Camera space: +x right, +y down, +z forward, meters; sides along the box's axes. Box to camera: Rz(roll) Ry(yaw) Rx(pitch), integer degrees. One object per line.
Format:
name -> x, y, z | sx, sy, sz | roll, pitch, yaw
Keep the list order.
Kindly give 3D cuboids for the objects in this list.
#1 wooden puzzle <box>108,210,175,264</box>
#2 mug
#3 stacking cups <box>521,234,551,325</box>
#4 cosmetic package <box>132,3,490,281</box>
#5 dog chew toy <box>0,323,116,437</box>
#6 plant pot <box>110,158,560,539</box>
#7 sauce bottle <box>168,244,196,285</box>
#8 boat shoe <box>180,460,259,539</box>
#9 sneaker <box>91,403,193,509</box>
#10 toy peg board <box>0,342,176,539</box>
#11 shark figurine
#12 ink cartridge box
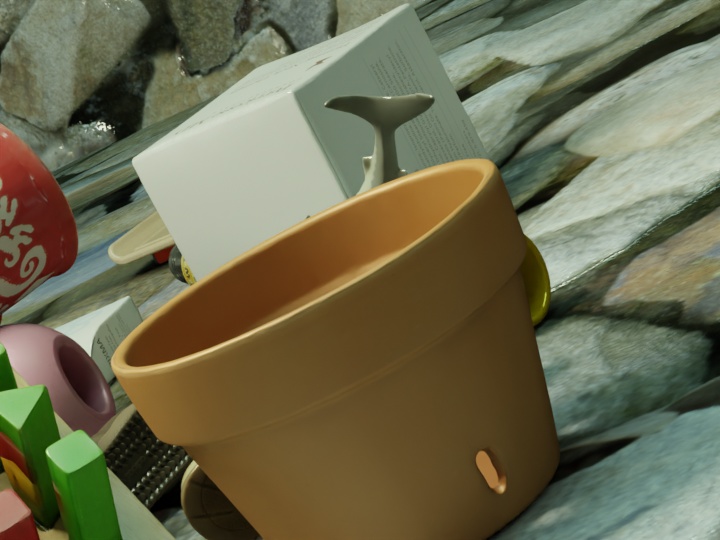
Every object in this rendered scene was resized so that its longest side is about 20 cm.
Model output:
wooden puzzle -> -0.140, -0.062, 2.040 | 0.199, 0.037, 0.185 | -15, 16, 31
mug -> -0.292, 0.021, 1.291 | 0.133, 0.178, 0.200 | 8, 39, 41
stacking cups -> 0.024, 0.027, 1.205 | 0.199, 0.061, 0.060 | -19, 14, 43
cosmetic package -> -0.028, -0.075, 1.495 | 0.167, 0.167, 0.200 | -19, 15, 35
dog chew toy -> -0.260, 0.122, 1.291 | 0.200, 0.125, 0.125 | -32, 10, 13
plant pot -> 0.003, 0.056, 0.914 | 0.199, 0.141, 0.200 | -26, 11, 5
sauce bottle -> -0.115, -0.006, 1.657 | 0.066, 0.066, 0.200 | -31, 9, -19
boat shoe -> -0.011, 0.071, 1.053 | 0.199, 0.071, 0.065 | -30, 12, -5
sneaker -> -0.167, 0.145, 1.146 | 0.200, 0.071, 0.076 | -35, -5, -47
toy peg board -> -0.230, 0.120, 1.012 | 0.199, 0.098, 0.200 | -31, 49, -24
shark figurine -> 0.013, -0.016, 1.315 | 0.089, 0.215, 0.128 | 25, 7, 28
ink cartridge box -> -0.278, 0.099, 1.598 | 0.160, 0.047, 0.200 | -22, 10, 23
